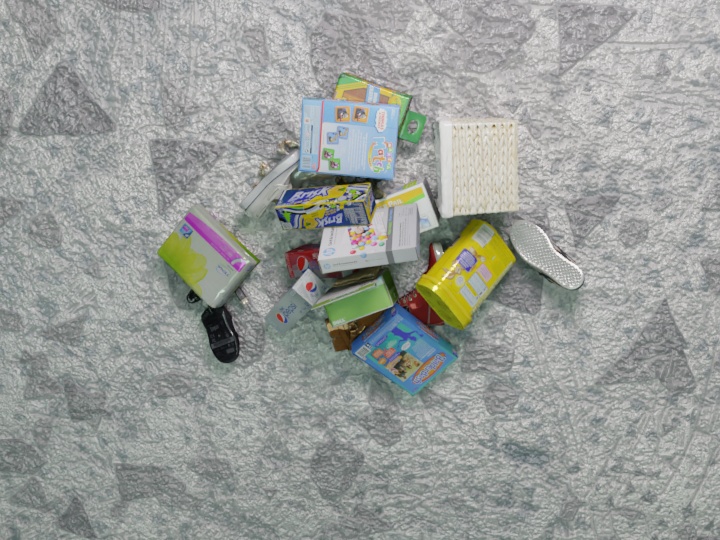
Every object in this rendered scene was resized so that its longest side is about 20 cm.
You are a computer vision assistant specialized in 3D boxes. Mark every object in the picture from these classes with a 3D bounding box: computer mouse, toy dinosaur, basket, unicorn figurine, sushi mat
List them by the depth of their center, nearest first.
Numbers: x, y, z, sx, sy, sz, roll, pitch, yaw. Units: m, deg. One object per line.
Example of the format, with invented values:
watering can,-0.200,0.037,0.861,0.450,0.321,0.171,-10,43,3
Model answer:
basket,0.238,-0.224,1.559,0.161,0.198,0.200,-4,103,4
toy dinosaur,0.025,-0.190,1.630,0.088,0.200,0.047,-41,121,-20
sushi mat,0.000,0.000,1.639,0.096,0.200,0.012,-14,100,11
unicorn figurine,-0.142,-0.225,1.673,0.137,0.074,0.200,44,121,-6
computer mouse,-0.317,0.113,1.789,0.140,0.046,0.200,-27,89,16

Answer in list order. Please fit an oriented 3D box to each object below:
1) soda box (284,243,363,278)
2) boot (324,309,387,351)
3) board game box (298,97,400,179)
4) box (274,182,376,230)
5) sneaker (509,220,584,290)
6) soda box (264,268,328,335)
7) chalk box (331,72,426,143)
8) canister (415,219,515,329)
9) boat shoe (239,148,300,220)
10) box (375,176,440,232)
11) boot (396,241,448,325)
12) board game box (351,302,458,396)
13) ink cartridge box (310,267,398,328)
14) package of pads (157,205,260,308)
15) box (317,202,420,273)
soda box,-0.083,-0.023,1.655,0.200,0.070,0.064,0,110,49
boot,-0.008,0.097,1.727,0.154,0.074,0.200,-11,105,5
board game box,-0.023,-0.271,1.532,0.200,0.037,0.152,6,108,6
box,-0.073,-0.133,1.562,0.200,0.070,0.064,-2,129,18
sneaker,0.412,-0.028,1.653,0.078,0.079,0.200,-45,71,9
soda box,-0.148,0.073,1.689,0.063,0.068,0.200,41,146,-4
chalk box,0.038,-0.331,1.590,0.200,0.124,0.125,19,106,2
canister,0.232,0.006,1.620,0.200,0.087,0.149,-49,118,-14
boat shoe,-0.183,-0.183,1.625,0.066,0.072,0.200,44,116,-12
box,0.066,-0.120,1.647,0.200,0.113,0.101,-20,101,13
boot,0.134,0.035,1.702,0.144,0.072,0.200,-4,107,9
board game box,0.102,0.185,1.718,0.200,0.045,0.152,38,111,-23
ink cartridge box,-0.009,0.068,1.584,0.148,0.200,0.076,-20,97,13
package of pads,-0.356,-0.029,1.726,0.200,0.068,0.155,43,104,8
box,0.021,-0.067,1.528,0.200,0.156,0.041,-8,127,12
